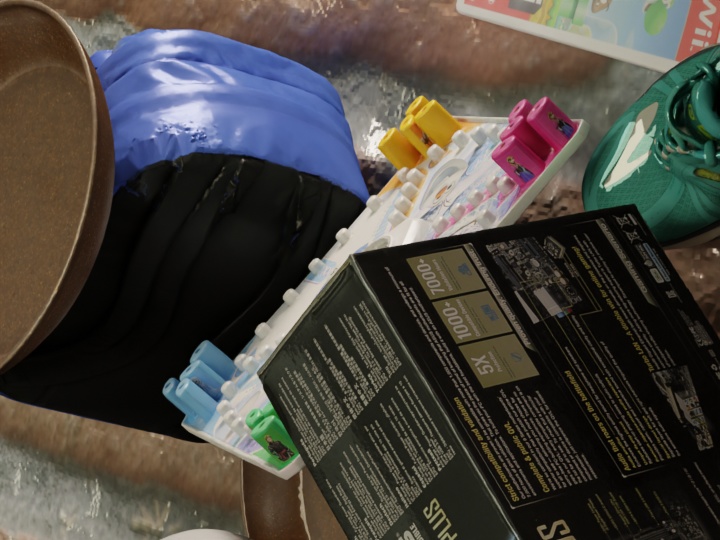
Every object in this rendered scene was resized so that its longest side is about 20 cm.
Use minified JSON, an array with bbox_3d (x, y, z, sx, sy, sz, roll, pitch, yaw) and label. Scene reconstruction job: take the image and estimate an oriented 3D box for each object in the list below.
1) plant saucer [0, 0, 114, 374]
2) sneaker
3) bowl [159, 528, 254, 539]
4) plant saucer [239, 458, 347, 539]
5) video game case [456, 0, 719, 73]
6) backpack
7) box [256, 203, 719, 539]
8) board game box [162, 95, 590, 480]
[{"bbox_3d":[-0.177,-0.032,1.454,0.200,0.037,0.201,-20,63,44],"label":"plant saucer"},{"bbox_3d":[0.151,-0.066,1.216,0.200,0.080,0.078,-36,70,48],"label":"sneaker"},{"bbox_3d":[-0.031,0.186,1.341,0.090,0.201,0.201,-39,42,-3],"label":"bowl"},{"bbox_3d":[0.010,0.097,1.427,0.200,0.034,0.200,-2,88,53],"label":"plant saucer"},{"bbox_3d":[0.120,-0.169,1.349,0.200,0.017,0.143,23,102,54],"label":"video game case"},{"bbox_3d":[-0.100,-0.034,1.514,0.200,0.162,0.168,-50,42,39],"label":"backpack"},{"bbox_3d":[0.083,0.085,1.178,0.200,0.164,0.086,59,135,21],"label":"box"},{"bbox_3d":[0.000,0.000,1.343,0.200,0.026,0.200,-49,14,-8],"label":"board game box"}]
